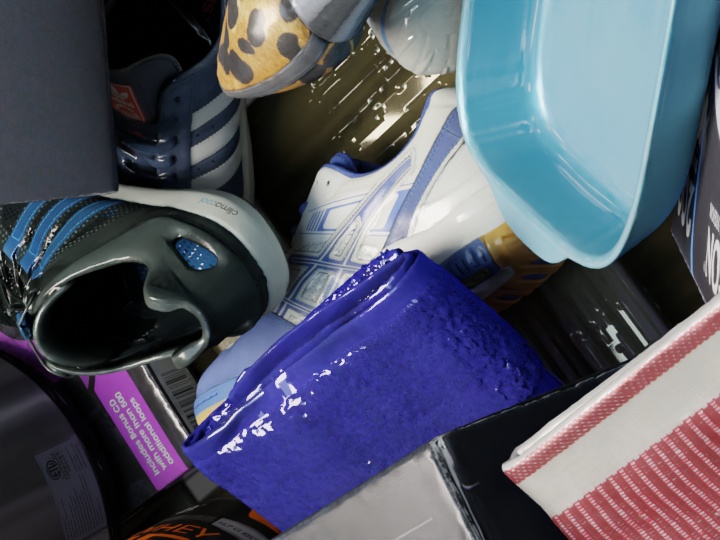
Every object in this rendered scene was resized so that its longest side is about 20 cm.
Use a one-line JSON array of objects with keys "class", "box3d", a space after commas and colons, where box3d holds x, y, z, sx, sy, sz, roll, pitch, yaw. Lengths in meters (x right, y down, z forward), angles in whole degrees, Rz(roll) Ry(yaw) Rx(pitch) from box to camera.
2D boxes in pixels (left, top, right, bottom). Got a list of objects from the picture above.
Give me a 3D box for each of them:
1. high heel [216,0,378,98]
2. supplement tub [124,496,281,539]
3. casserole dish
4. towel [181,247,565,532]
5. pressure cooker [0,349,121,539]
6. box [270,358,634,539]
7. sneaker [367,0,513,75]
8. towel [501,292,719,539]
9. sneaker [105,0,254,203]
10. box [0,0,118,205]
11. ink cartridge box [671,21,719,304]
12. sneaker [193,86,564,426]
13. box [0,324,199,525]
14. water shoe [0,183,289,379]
[{"class": "high heel", "box3d": [-0.024, -0.166, 0.794, 0.143, 0.071, 0.201, -46, 38, 28]}, {"class": "supplement tub", "box3d": [-0.076, 0.170, 0.857, 0.122, 0.200, 0.123, 8, 106, 31]}, {"class": "casserole dish", "box3d": [0.085, -0.096, 0.727, 0.121, 0.039, 0.201, 48, 141, 45]}, {"class": "towel", "box3d": [0.045, 0.087, 0.823, 0.200, 0.050, 0.148, 42, 126, -14]}, {"class": "pressure cooker", "box3d": [-0.224, 0.129, 0.897, 0.176, 0.200, 0.179, 36, 117, 16]}, {"class": "box", "box3d": [0.042, 0.169, 0.710, 0.200, 0.124, 0.197, -35, 78, 41]}, {"class": "sneaker", "box3d": [0.064, -0.168, 0.787, 0.200, 0.072, 0.073, -53, 40, 20]}, {"class": "towel", "box3d": [0.158, 0.088, 0.606, 0.200, 0.023, 0.144, 44, 123, -6]}, {"class": "sneaker", "box3d": [-0.088, -0.069, 0.883, 0.075, 0.084, 0.201, 18, 109, 26]}, {"class": "box", "box3d": [-0.175, -0.108, 0.855, 0.200, 0.104, 0.149, -152, 57, -68]}, {"class": "ink cartridge box", "box3d": [0.140, -0.031, 0.696, 0.043, 0.198, 0.201, 4, 105, 2]}, {"class": "sneaker", "box3d": [0.000, 0.000, 0.866, 0.200, 0.075, 0.089, -35, 66, 29]}, {"class": "box", "box3d": [-0.168, 0.075, 0.990, 0.200, 0.036, 0.143, -38, 81, 32]}, {"class": "water shoe", "box3d": [-0.123, 0.004, 0.864, 0.199, 0.079, 0.072, -4, 117, 42]}]
